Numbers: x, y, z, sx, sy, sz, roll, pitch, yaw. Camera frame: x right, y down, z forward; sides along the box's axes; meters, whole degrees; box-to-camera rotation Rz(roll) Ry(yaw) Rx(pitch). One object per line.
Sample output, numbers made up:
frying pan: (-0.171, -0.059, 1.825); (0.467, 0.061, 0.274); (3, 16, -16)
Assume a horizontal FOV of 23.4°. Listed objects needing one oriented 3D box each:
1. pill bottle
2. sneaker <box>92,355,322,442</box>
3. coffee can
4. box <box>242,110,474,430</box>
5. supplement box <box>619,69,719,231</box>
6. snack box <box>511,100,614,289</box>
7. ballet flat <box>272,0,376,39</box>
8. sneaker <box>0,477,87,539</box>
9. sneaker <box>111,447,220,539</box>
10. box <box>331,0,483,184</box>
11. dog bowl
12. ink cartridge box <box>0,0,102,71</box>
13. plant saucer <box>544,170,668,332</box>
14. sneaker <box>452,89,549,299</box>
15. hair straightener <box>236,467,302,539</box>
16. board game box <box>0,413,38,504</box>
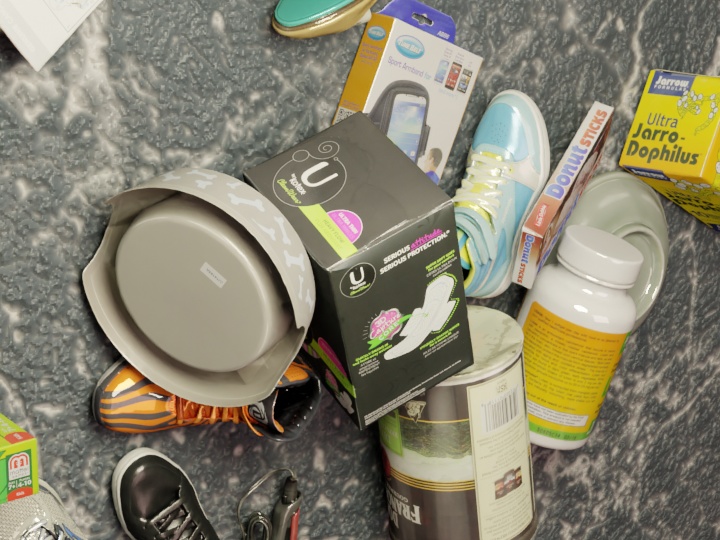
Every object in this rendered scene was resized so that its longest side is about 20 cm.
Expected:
pill bottle: (0.205, 0.063, 1.701); (0.110, 0.111, 0.202); (1, 116, -41)
sneaker: (-0.119, 0.103, 1.457); (0.198, 0.112, 0.079); (-14, 114, -32)
coffee can: (0.089, 0.154, 1.634); (0.145, 0.146, 0.202); (-23, 119, -33)
box: (0.000, 0.000, 1.461); (0.123, 0.149, 0.201); (-28, 138, -17)
supplement box: (0.379, -0.117, 1.805); (0.199, 0.108, 0.111); (27, 80, -42)
snack box: (0.194, -0.075, 1.661); (0.072, 0.024, 0.201); (98, 19, -48)
ballet flat: (0.008, -0.247, 1.479); (0.200, 0.068, 0.063); (-44, 142, -19)
sneaker: (-0.242, 0.240, 1.422); (0.077, 0.085, 0.201); (-48, 129, -17)
sneaker: (-0.136, 0.245, 1.496); (0.073, 0.111, 0.201); (-39, 127, -24)
box: (0.035, -0.139, 1.556); (0.118, 0.041, 0.202); (16, 97, -42)
dog bowl: (-0.124, 0.009, 1.376); (0.059, 0.198, 0.202); (-50, 136, -48)
ink cartridge box: (-0.241, -0.277, 1.266); (0.174, 0.043, 0.201); (-49, 131, -16)
plant saucer: (0.262, 0.000, 1.794); (0.199, 0.050, 0.203); (-15, 114, -37)
sneaker: (0.111, -0.064, 1.597); (0.130, 0.079, 0.203); (-14, 116, -61)
hair straightener: (-0.088, 0.273, 1.593); (0.076, 0.041, 0.202); (-6, 115, -38)
board game box: (-0.350, 0.153, 1.286); (0.198, 0.101, 0.048); (-14, 114, -37)
